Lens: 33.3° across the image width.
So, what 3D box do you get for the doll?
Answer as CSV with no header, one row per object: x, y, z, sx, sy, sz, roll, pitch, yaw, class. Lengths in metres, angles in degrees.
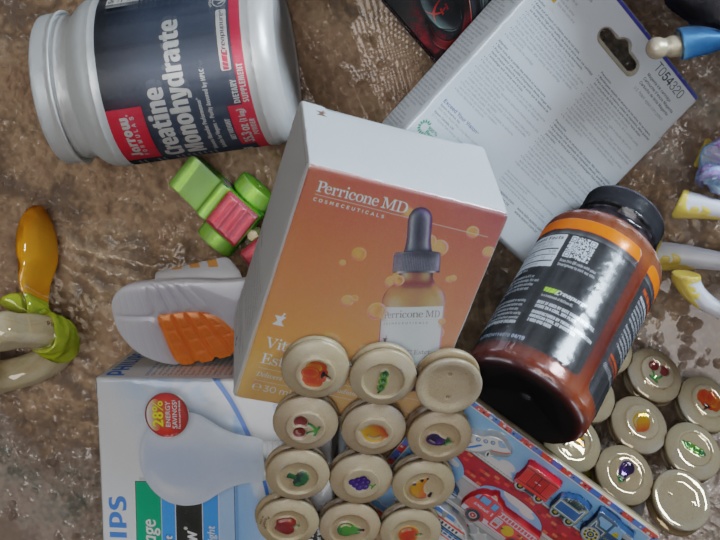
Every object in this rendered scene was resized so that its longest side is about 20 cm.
0.244,-0.215,0.874,0.199,0.048,0.137,32,86,-7,doll

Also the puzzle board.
0.111,0.195,0.953,0.199,0.017,0.151,36,122,-1,puzzle board

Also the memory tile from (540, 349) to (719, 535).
0.208,0.114,0.993,0.198,0.017,0.154,29,55,1,memory tile

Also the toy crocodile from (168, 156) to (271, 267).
-0.084,-0.021,1.041,0.067,0.062,0.200,-44,90,9,toy crocodile

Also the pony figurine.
0.350,-0.026,0.963,0.198,0.167,0.195,25,115,11,pony figurine

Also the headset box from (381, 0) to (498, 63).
0.101,-0.229,0.953,0.148,0.075,0.200,-42,126,8,headset box

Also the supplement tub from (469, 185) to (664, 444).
0.168,0.028,0.941,0.106,0.107,0.201,35,62,1,supplement tub

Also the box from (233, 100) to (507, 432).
0.000,0.000,0.900,0.150,0.107,0.202,12,120,-13,box

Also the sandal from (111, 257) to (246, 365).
-0.101,0.027,1.005,0.204,0.059,0.080,-5,119,-1,sandal

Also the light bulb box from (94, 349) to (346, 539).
-0.114,0.174,1.036,0.197,0.125,0.201,-1,97,5,light bulb box

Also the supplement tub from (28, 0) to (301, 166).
-0.156,-0.163,0.992,0.197,0.140,0.142,-8,96,7,supplement tub

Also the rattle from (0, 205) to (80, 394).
-0.350,0.053,1.077,0.199,0.130,0.144,-30,81,35,rattle

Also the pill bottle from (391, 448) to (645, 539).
0.128,0.179,1.016,0.199,0.114,0.115,30,99,2,pill bottle

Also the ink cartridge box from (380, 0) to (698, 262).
0.146,-0.127,0.964,0.200,0.043,0.196,-47,127,7,ink cartridge box

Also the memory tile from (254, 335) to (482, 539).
0.004,0.138,0.912,0.151,0.017,0.202,7,122,-8,memory tile
